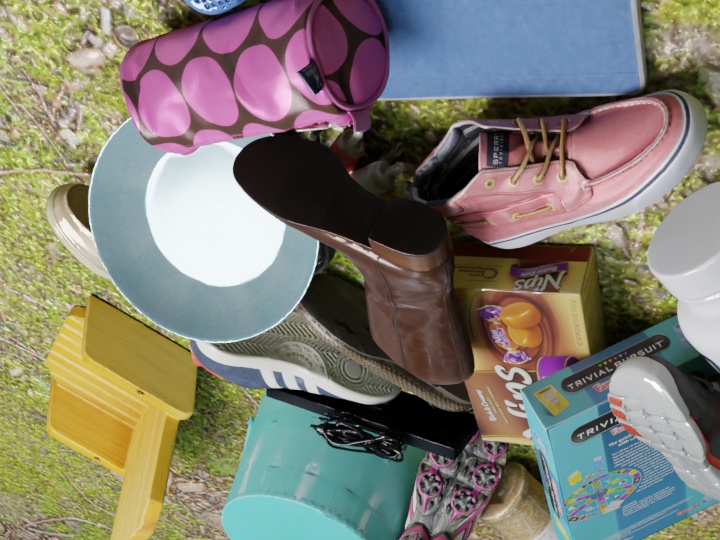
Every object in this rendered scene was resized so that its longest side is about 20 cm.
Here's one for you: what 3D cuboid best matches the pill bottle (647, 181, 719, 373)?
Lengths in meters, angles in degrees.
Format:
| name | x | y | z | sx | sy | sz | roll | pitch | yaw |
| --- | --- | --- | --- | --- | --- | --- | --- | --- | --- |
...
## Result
| name | x | y | z | sx | sy | sz | roll | pitch | yaw |
| --- | --- | --- | --- | --- | --- | --- | --- | --- | --- |
| pill bottle | 0.287 | 0.034 | 0.748 | 0.200 | 0.112 | 0.111 | 41 | 139 | -21 |

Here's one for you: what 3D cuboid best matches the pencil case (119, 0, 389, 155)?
| name | x | y | z | sx | sy | sz | roll | pitch | yaw |
| --- | --- | --- | --- | --- | --- | --- | --- | --- | --- |
| pencil case | -0.076 | -0.129 | 0.754 | 0.199 | 0.090 | 0.095 | -3 | 109 | 42 |

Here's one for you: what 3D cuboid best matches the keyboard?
| name | x | y | z | sx | sy | sz | roll | pitch | yaw |
| --- | --- | --- | --- | --- | --- | --- | --- | --- | --- |
| keyboard | 0.002 | 0.137 | 1.003 | 0.198 | 0.104 | 0.040 | 15 | 112 | 25 |

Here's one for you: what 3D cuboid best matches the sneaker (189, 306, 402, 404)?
| name | x | y | z | sx | sy | sz | roll | pitch | yaw |
| --- | --- | --- | --- | --- | --- | --- | --- | --- | --- |
| sneaker | -0.059 | 0.079 | 0.998 | 0.198 | 0.076 | 0.085 | 18 | 151 | -16 |

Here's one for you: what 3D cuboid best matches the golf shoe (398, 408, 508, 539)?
| name | x | y | z | sx | sy | sz | roll | pitch | yaw |
| --- | --- | --- | --- | --- | --- | --- | --- | --- | --- |
| golf shoe | 0.082 | 0.216 | 1.048 | 0.072 | 0.202 | 0.092 | 26 | -173 | 9 |

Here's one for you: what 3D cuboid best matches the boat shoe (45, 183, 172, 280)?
| name | x | y | z | sx | sy | sz | roll | pitch | yaw |
| --- | --- | --- | --- | --- | --- | --- | --- | --- | --- |
| boat shoe | -0.180 | -0.018 | 0.971 | 0.199 | 0.073 | 0.065 | 38 | 134 | -26 |

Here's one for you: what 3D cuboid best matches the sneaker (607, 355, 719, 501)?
| name | x | y | z | sx | sy | sz | roll | pitch | yaw |
| --- | --- | --- | --- | --- | --- | --- | --- | --- | --- |
| sneaker | 0.248 | 0.101 | 0.811 | 0.077 | 0.082 | 0.200 | 21 | 163 | 46 |

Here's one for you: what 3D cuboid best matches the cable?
| name | x | y | z | sx | sy | sz | roll | pitch | yaw |
| --- | --- | --- | --- | --- | --- | --- | --- | --- | --- |
| cable | -0.027 | -0.054 | 0.861 | 0.097 | 0.051 | 0.200 | 39 | 140 | -10 |

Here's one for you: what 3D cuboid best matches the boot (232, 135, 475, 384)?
| name | x | y | z | sx | sy | sz | roll | pitch | yaw |
| --- | --- | --- | --- | --- | --- | --- | --- | --- | --- |
| boot | 0.000 | 0.000 | 0.835 | 0.185 | 0.064 | 0.201 | 30 | 160 | 26 |

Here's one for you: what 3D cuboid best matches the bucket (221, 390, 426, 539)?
| name | x | y | z | sx | sy | sz | roll | pitch | yaw |
| --- | --- | --- | --- | --- | --- | --- | --- | --- | --- |
| bucket | -0.035 | 0.224 | 1.114 | 0.205 | 0.135 | 0.208 | 16 | 141 | 13 |

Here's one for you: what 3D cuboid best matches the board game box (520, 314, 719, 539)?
| name | x | y | z | sx | sy | sz | roll | pitch | yaw |
| --- | --- | --- | --- | --- | --- | --- | --- | --- | --- |
| board game box | 0.219 | 0.141 | 0.893 | 0.150 | 0.047 | 0.201 | -24 | 132 | -5 |

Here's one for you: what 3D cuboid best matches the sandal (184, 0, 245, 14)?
| name | x | y | z | sx | sy | sz | roll | pitch | yaw |
| --- | --- | --- | --- | --- | --- | --- | --- | --- | --- |
| sandal | -0.072 | -0.222 | 0.666 | 0.079 | 0.088 | 0.200 | 30 | 143 | -10 |

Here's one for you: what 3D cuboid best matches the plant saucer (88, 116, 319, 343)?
| name | x | y | z | sx | sy | sz | roll | pitch | yaw |
| --- | --- | --- | --- | --- | --- | --- | --- | --- | --- |
| plant saucer | -0.123 | -0.042 | 0.896 | 0.199 | 0.039 | 0.203 | 6 | 111 | 14 |

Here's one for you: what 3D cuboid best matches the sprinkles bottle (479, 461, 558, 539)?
| name | x | y | z | sx | sy | sz | roll | pitch | yaw |
| --- | --- | --- | --- | --- | --- | --- | --- | --- | --- |
| sprinkles bottle | 0.200 | 0.272 | 1.100 | 0.200 | 0.069 | 0.068 | 42 | 138 | -21 |

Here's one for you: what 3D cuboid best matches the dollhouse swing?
| name | x | y | z | sx | sy | sz | roll | pitch | yaw |
| --- | --- | --- | --- | --- | --- | --- | --- | --- | --- |
| dollhouse swing | -0.274 | 0.175 | 1.153 | 0.181 | 0.177 | 0.200 | 31 | 142 | -9 |

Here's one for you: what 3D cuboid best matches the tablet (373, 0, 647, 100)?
| name | x | y | z | sx | sy | sz | roll | pitch | yaw |
| --- | --- | --- | --- | --- | --- | --- | --- | --- | --- |
| tablet | 0.079 | -0.165 | 0.709 | 0.198 | 0.014 | 0.131 | 3 | 136 | 24 |

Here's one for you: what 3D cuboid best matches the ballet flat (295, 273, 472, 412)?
| name | x | y | z | sx | sy | sz | roll | pitch | yaw |
| --- | --- | --- | --- | --- | --- | --- | --- | --- | --- |
| ballet flat | 0.019 | 0.069 | 0.970 | 0.199 | 0.068 | 0.046 | 31 | 138 | -17 |

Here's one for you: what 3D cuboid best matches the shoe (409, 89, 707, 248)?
| name | x | y | z | sx | sy | sz | roll | pitch | yaw |
| --- | --- | --- | --- | --- | --- | --- | --- | --- | --- |
| shoe | 0.122 | -0.070 | 0.727 | 0.090 | 0.072 | 0.199 | 16 | 154 | -34 |

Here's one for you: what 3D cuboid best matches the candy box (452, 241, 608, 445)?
| name | x | y | z | sx | sy | sz | roll | pitch | yaw |
| --- | --- | --- | --- | --- | --- | --- | --- | --- | --- |
| candy box | 0.141 | 0.066 | 0.906 | 0.115 | 0.057 | 0.201 | 4 | 136 | 23 |
